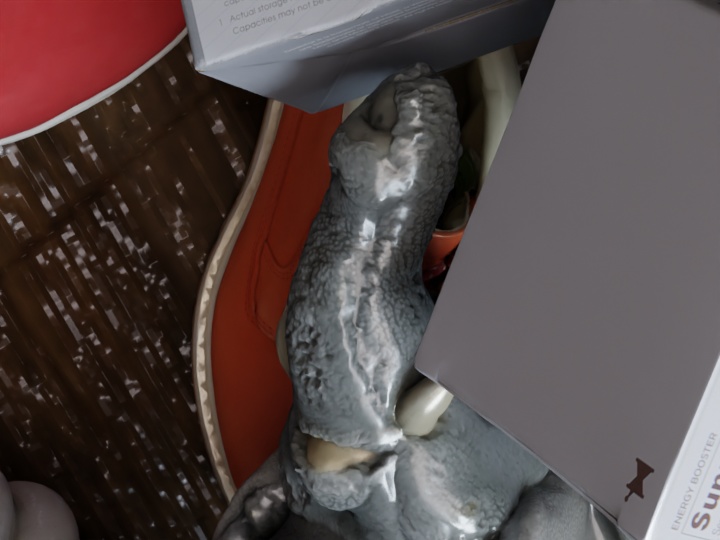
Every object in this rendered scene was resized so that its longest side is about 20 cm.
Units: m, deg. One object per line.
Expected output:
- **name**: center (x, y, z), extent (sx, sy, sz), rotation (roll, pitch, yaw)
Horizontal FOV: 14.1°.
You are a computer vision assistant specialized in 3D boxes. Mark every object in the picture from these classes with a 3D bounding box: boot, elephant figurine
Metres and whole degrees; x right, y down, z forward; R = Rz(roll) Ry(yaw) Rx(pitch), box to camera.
- **boot**: center (0.000, 0.000, 0.829), extent (0.075, 0.107, 0.201), rotation (5, 107, -14)
- **elephant figurine**: center (0.013, 0.073, 0.756), extent (0.141, 0.155, 0.201), rotation (29, 82, -2)
- **boot**: center (-0.128, -0.046, 0.774), extent (0.199, 0.144, 0.073), rotation (-21, 107, -4)

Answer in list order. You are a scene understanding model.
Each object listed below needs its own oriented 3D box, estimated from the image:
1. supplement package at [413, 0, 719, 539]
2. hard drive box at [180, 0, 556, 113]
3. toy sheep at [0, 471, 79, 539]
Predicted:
- **supplement package**: center (0.134, 0.014, 0.686), extent (0.199, 0.114, 0.110), rotation (16, 101, -32)
- **hard drive box**: center (0.019, -0.161, 0.730), extent (0.155, 0.077, 0.201), rotation (-17, 79, 20)
- **toy sheep**: center (-0.127, 0.109, 0.827), extent (0.200, 0.138, 0.138), rotation (37, 97, -17)
